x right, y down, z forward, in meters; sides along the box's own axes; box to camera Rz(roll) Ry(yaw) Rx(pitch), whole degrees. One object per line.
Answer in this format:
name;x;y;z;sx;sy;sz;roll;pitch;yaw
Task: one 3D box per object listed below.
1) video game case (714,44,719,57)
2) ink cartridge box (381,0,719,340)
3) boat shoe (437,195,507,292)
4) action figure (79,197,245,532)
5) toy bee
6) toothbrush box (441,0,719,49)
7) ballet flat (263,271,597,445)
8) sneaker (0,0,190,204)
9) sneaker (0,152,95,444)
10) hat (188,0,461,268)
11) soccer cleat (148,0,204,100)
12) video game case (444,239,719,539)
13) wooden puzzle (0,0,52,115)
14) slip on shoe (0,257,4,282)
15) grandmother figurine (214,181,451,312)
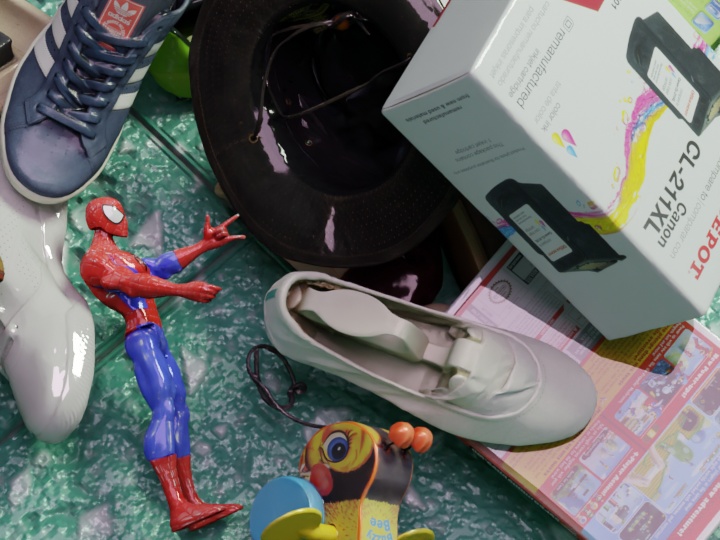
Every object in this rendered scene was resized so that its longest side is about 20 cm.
video game case;0.197;-0.112;1.446;0.182;0.022;0.200;9;63;-3
ink cartridge box;0.131;-0.082;1.232;0.200;0.083;0.146;43;57;-21
boat shoe;0.105;0.022;1.342;0.070;0.070;0.200;-22;77;-10
action figure;-0.098;0.040;1.278;0.099;0.065;0.200;-24;81;6
toy bee;-0.010;0.129;1.239;0.131;0.109;0.200;-16;86;-55
toothbrush box;0.138;-0.155;1.382;0.146;0.086;0.200;41;59;5
ballet flat;0.038;0.048;1.249;0.200;0.069;0.070;19;63;6
sneaker;-0.151;-0.135;1.299;0.075;0.085;0.200;25;75;-15
sneaker;-0.213;0.013;1.291;0.088;0.075;0.200;9;49;-33
hat;-0.005;-0.102;1.314;0.200;0.081;0.201;2;95;25
soccer cleat;-0.040;-0.162;1.406;0.200;0.081;0.068;-19;68;-16
video game case;0.138;0.073;1.282;0.200;0.017;0.143;39;80;10
wooden puzzle;-0.303;-0.128;1.344;0.185;0.037;0.200;33;58;29
slip on shoe;-0.282;0.039;1.245;0.200;0.074;0.061;-40;75;8
grandmother figurine;0.000;0.000;1.344;0.200;0.061;0.121;42;92;16
